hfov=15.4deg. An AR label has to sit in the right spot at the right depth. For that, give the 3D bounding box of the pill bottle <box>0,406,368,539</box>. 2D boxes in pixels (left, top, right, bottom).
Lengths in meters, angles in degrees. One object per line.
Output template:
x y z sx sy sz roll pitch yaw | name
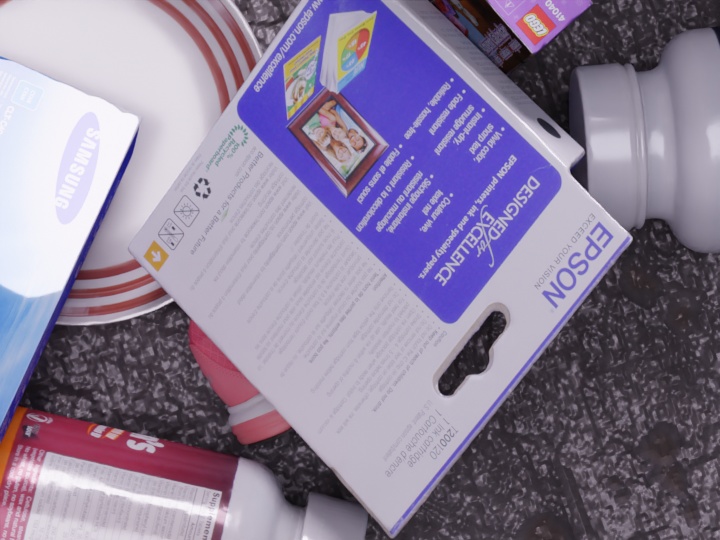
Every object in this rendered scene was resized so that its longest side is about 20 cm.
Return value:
-0.102 0.137 1.312 0.199 0.110 0.110 13 92 -2 | pill bottle

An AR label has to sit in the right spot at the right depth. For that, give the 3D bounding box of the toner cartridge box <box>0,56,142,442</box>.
-0.186 -0.002 1.276 0.095 0.043 0.200 23 66 -3 | toner cartridge box

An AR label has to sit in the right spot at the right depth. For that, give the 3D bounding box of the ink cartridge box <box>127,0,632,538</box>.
0.010 -0.013 1.245 0.200 0.043 0.198 47 117 18 | ink cartridge box

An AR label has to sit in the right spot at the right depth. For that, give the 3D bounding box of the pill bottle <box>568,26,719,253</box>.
0.206 -0.066 1.307 0.199 0.111 0.111 -4 92 0 | pill bottle

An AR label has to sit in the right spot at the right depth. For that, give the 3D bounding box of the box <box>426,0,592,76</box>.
0.033 -0.150 1.257 0.039 0.200 0.137 -41 91 -7 | box

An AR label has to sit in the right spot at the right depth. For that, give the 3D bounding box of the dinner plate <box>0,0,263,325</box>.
-0.142 -0.072 1.346 0.200 0.024 0.201 0 92 -1 | dinner plate

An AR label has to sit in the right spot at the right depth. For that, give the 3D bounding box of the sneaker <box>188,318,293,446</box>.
0.000 0.000 1.326 0.200 0.074 0.087 -37 91 1 | sneaker
